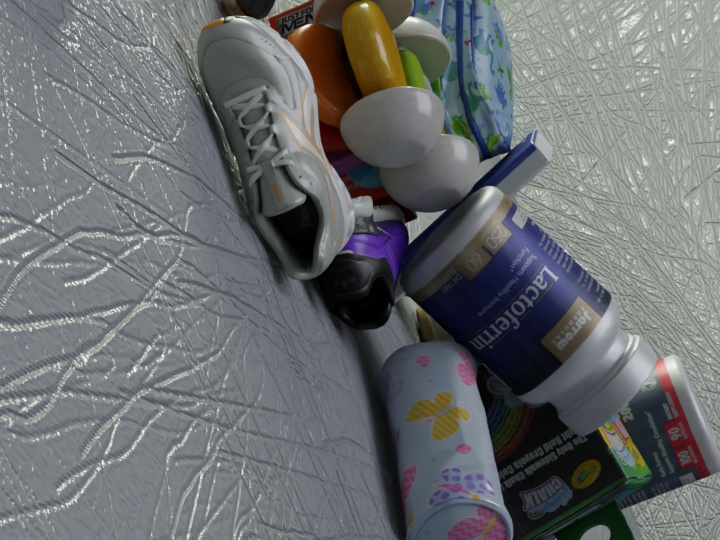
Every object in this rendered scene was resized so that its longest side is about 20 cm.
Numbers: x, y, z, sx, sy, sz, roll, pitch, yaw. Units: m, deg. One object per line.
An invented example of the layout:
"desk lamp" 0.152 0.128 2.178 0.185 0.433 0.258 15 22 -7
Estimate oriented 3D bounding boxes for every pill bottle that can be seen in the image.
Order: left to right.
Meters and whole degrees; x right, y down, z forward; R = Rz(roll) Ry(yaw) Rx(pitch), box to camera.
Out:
"pill bottle" 0.139 0.036 1.637 0.200 0.116 0.116 42 13 -6
"pill bottle" 0.229 0.169 1.890 0.120 0.200 0.120 -23 90 -81

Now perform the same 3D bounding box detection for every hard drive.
"hard drive" 0.088 -0.044 1.772 0.025 0.200 0.132 47 11 -2

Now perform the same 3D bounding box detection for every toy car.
"toy car" 0.000 -0.136 1.632 0.200 0.150 0.175 45 27 -57

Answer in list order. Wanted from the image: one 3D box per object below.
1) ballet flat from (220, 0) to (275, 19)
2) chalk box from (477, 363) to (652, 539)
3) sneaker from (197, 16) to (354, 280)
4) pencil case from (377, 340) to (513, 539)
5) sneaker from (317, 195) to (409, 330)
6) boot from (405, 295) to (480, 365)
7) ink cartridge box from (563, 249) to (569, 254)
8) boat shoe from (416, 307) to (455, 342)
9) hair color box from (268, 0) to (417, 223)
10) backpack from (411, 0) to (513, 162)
"ballet flat" -0.098 -0.255 1.709 0.200 0.057 0.067 -69 164 -70
"chalk box" 0.169 0.167 1.753 0.200 0.125 0.124 61 14 12
"sneaker" -0.060 -0.085 1.422 0.092 0.076 0.200 -79 145 -66
"pencil case" 0.064 0.145 1.564 0.200 0.083 0.091 -100 -176 -52
"sneaker" -0.001 0.000 1.600 0.200 0.070 0.100 13 64 -77
"boot" 0.106 0.079 1.928 0.070 0.200 0.132 -164 -86 -76
"ink cartridge box" 0.192 0.087 2.221 0.200 0.145 0.084 -100 166 -52
"boat shoe" 0.118 0.084 2.044 0.200 0.069 0.074 51 19 -61
"hair color box" -0.015 -0.138 1.821 0.102 0.061 0.200 41 29 -70
"backpack" 0.074 -0.179 1.799 0.163 0.154 0.200 68 37 -53
